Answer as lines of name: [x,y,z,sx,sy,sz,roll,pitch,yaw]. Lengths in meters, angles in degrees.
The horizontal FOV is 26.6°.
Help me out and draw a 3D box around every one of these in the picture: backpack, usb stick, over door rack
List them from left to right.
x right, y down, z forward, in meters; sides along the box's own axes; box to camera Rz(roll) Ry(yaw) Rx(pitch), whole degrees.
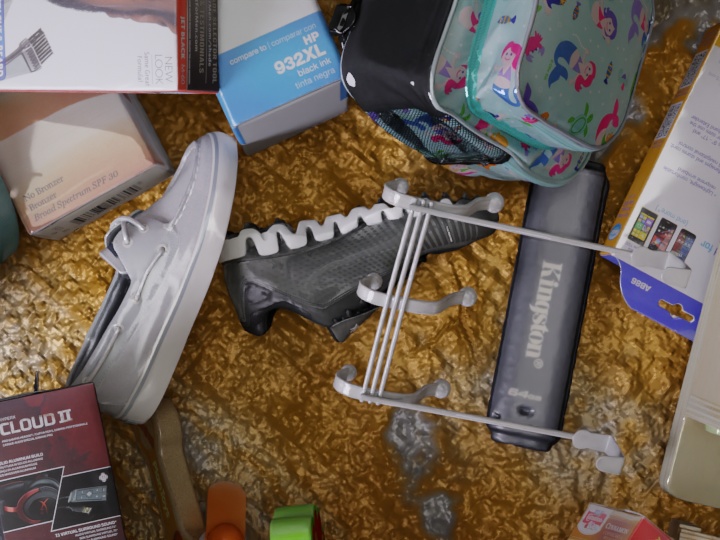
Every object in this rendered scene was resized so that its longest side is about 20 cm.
over door rack: [0.095,0.033,0.988,0.198,0.067,0.149,15,109,1]
backpack: [0.098,-0.147,0.965,0.149,0.200,0.180,11,78,33]
usb stick: [0.128,0.022,1.046,0.055,0.033,0.203,11,88,0]

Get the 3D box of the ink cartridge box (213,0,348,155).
ink cartridge box: [-0.082,-0.191,0.999,0.083,0.145,0.202,-23,88,-1]

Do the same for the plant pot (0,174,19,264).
plant pot: [-0.307,-0.032,0.986,0.134,0.200,0.201,-32,88,-28]

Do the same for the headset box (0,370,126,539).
headset box: [-0.191,0.167,0.958,0.074,0.149,0.202,-10,77,-16]

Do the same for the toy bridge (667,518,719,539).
toy bridge: [0.302,0.202,1.021,0.197,0.067,0.028,12,88,0]

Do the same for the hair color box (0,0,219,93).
hair color box: [-0.186,-0.164,0.920,0.197,0.064,0.112,2,96,18]

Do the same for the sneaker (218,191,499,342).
sneaker: [0.000,0.000,1.034,0.197,0.066,0.092,-10,91,4]

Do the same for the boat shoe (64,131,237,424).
boat shoe: [-0.140,-0.002,1.005,0.068,0.072,0.202,20,94,-22]

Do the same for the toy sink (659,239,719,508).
toy sink: [0.293,0.071,0.978,0.129,0.112,0.202,14,93,-20]

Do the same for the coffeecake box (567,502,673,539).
coffeecake box: [0.166,0.278,0.977,0.153,0.073,0.201,38,76,-17]

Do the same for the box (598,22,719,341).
box: [0.250,-0.052,1.040,0.118,0.041,0.202,27,90,-5]

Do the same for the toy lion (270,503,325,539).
toy lion: [-0.034,0.254,0.962,0.068,0.200,0.194,-5,107,2]

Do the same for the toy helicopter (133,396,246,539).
toy helicopter: [-0.113,0.175,1.003,0.078,0.132,0.202,-8,69,-28]

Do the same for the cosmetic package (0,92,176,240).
cosmetic package: [-0.217,-0.132,1.026,0.103,0.087,0.201,-29,88,1]
